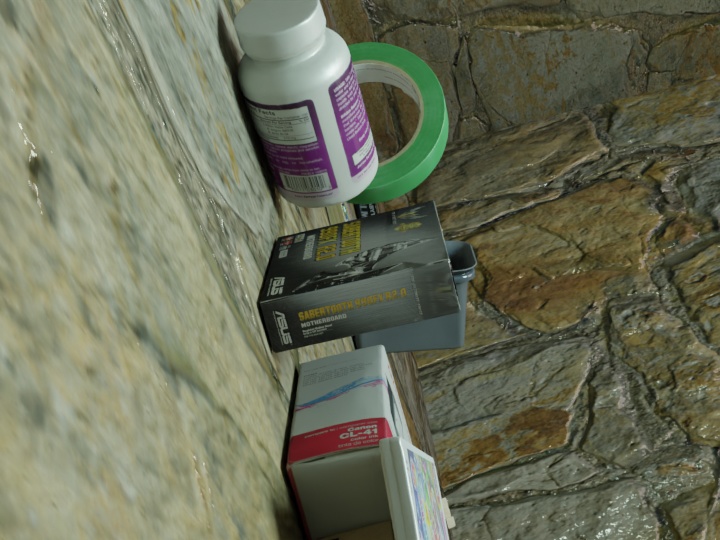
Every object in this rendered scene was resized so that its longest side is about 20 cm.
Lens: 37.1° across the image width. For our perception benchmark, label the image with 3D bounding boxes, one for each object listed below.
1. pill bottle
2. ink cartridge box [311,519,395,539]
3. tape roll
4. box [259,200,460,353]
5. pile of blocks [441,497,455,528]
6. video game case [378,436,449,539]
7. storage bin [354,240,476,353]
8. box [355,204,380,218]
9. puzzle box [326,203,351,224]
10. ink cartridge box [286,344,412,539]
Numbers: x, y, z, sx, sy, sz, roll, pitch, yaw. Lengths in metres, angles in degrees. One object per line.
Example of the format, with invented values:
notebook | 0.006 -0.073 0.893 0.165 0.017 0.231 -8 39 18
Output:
pill bottle | -0.056 -0.169 1.054 0.112 0.112 0.200 -99 174 -48
ink cartridge box | 0.016 0.306 0.747 0.165 0.075 0.200 -93 168 -74
tape roll | 0.007 -0.182 1.322 0.048 0.200 0.201 66 11 -68
box | 0.000 0.000 0.947 0.200 0.158 0.048 -88 163 -72
pile of blocks | 0.047 0.274 1.268 0.200 0.082 0.062 146 -71 -79
video game case | 0.049 0.203 0.796 0.200 0.018 0.143 53 26 -73
storage bin | 0.067 0.040 1.573 0.146 0.200 0.135 -93 180 -68
box | 0.032 -0.072 2.332 0.199 0.050 0.200 31 47 -83
puzzle box | -0.014 -0.012 1.688 0.133 0.025 0.200 -66 142 -84
ink cartridge box | 0.000 0.169 0.901 0.200 0.085 0.148 -85 161 -71
